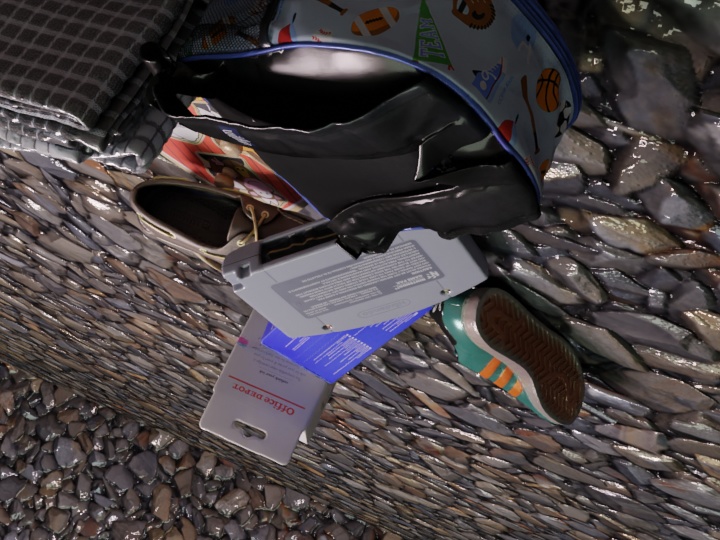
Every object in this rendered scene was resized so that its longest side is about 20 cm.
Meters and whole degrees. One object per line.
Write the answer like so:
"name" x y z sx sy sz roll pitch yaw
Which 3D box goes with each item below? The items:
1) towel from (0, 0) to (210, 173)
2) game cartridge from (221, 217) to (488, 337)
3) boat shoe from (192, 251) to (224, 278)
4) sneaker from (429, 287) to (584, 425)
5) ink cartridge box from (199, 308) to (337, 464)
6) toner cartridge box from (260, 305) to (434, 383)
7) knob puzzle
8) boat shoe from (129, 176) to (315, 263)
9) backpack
"towel" -0.190 -0.156 0.594 0.200 0.166 0.086 16 152 23
"game cartridge" 0.000 0.000 0.803 0.200 0.041 0.133 -17 141 20
"boat shoe" -0.135 -0.024 0.973 0.065 0.072 0.200 2 157 44
"sneaker" 0.145 0.080 0.913 0.080 0.071 0.200 6 147 52
"ink cartridge box" -0.088 0.116 1.073 0.116 0.200 0.068 22 159 9
"toner cartridge box" -0.014 0.040 0.942 0.095 0.043 0.200 31 140 -16
"knob puzzle" -0.123 -0.099 0.840 0.219 0.031 0.220 22 159 9
"boat shoe" -0.112 -0.037 0.847 0.199 0.072 0.060 18 172 8
"backpack" 0.021 -0.098 0.507 0.190 0.154 0.200 15 164 47
